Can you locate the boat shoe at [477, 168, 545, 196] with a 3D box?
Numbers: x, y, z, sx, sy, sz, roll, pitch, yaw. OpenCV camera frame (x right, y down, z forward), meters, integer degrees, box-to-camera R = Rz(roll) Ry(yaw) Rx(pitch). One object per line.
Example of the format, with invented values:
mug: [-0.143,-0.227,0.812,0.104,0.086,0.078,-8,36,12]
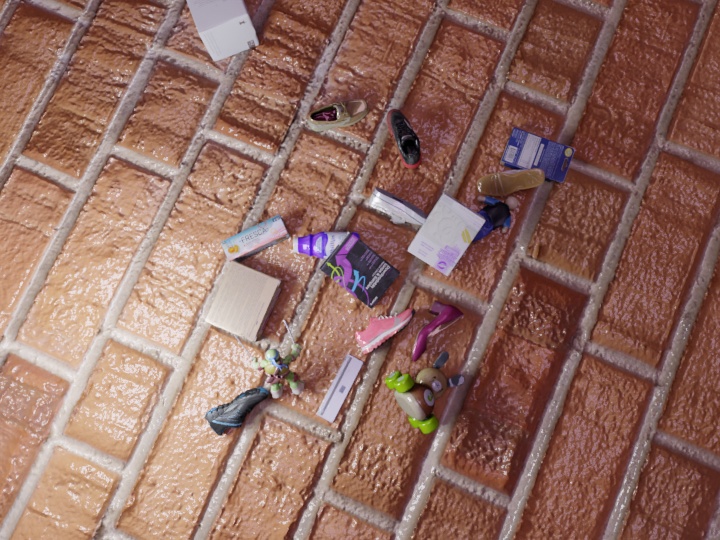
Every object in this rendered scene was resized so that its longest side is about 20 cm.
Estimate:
boat shoe: [0.459,-0.270,1.675,0.199,0.069,0.071,-4,102,20]

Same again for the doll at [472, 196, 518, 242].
doll: [0.392,-0.165,1.669,0.199,0.048,0.137,-31,83,-2]

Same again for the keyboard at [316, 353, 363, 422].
keyboard: [-0.060,0.350,1.631,0.056,0.011,0.201,28,84,0]

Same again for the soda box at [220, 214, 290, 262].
soda box: [-0.318,-0.094,1.671,0.199,0.064,0.069,-25,82,-3]

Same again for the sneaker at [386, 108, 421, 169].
sneaker: [0.135,-0.416,1.687,0.071,0.098,0.201,-20,81,1]

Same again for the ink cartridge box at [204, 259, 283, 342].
ink cartridge box: [-0.344,0.092,1.640,0.164,0.075,0.201,23,83,3]

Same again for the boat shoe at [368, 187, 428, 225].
boat shoe: [0.117,-0.177,1.675,0.199,0.071,0.070,27,114,-4]

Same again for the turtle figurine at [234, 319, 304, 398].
turtle figurine: [-0.235,0.261,1.582,0.144,0.195,0.200,-32,42,-24]

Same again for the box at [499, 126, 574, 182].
box: [0.547,-0.353,1.698,0.199,0.032,0.122,21,84,6]

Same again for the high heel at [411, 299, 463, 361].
high heel: [0.224,0.188,1.612,0.096,0.067,0.201,23,80,15]

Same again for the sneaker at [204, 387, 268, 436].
sneaker: [-0.351,0.409,1.606,0.199,0.073,0.082,-27,93,6]

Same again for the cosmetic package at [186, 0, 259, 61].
cosmetic package: [-0.439,-0.810,1.723,0.164,0.165,0.201,-21,81,-1]

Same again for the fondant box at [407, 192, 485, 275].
fondant box: [0.253,-0.107,1.618,0.144,0.058,0.200,32,108,-2]

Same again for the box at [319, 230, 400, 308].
box: [0.000,0.000,1.623,0.200,0.036,0.143,37,93,-15]

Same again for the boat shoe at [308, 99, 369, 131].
boat shoe: [-0.068,-0.491,1.717,0.199,0.066,0.074,-21,82,-1]

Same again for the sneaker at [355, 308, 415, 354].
sneaker: [0.070,0.161,1.620,0.200,0.074,0.087,-36,81,-3]

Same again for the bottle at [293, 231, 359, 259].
bottle: [-0.102,-0.076,1.661,0.199,0.065,0.084,2,87,2]

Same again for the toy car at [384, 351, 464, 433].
toy car: [0.202,0.330,1.564,0.200,0.158,0.165,-33,95,-15]
